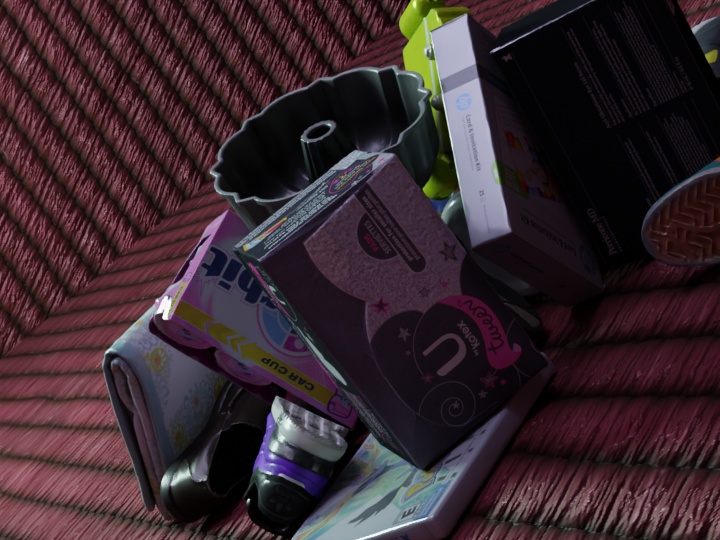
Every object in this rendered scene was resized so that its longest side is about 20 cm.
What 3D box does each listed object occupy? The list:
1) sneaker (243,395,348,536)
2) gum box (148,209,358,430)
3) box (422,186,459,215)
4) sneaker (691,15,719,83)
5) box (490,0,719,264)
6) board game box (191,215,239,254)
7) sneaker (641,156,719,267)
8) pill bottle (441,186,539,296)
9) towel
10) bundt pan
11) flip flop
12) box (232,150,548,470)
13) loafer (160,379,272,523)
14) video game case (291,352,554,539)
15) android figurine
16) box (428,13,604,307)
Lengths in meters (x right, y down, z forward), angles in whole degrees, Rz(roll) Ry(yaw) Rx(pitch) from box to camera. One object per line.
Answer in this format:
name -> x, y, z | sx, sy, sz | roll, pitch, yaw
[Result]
sneaker -> -0.060, 0.165, 1.410 | 0.200, 0.069, 0.100 | 71, -136, -89
gum box -> -0.076, 0.046, 1.502 | 0.114, 0.200, 0.066 | -63, 14, -22
box -> 0.080, -0.060, 1.629 | 0.122, 0.048, 0.201 | -11, 67, 65
sneaker -> 0.322, -0.162, 1.555 | 0.084, 0.075, 0.200 | -11, 37, 51
box -> 0.213, -0.128, 1.366 | 0.141, 0.200, 0.079 | -25, 15, 18
board game box -> -0.050, 0.025, 1.597 | 0.120, 0.200, 0.032 | -40, -10, -3
sneaker -> 0.300, -0.068, 1.266 | 0.200, 0.072, 0.080 | -29, 10, 15
pill bottle -> 0.164, -0.078, 1.538 | 0.116, 0.116, 0.200 | -24, 21, 47
towel -> -0.167, 0.113, 1.630 | 0.048, 0.201, 0.171 | 6, 34, 25
bundt pan -> -0.021, -0.089, 1.459 | 0.201, 0.076, 0.202 | -19, 31, 12
flip flop -> 0.070, 0.013, 1.432 | 0.081, 0.200, 0.058 | -3, -55, -49
box -> 0.022, 0.026, 1.275 | 0.132, 0.200, 0.115 | -39, 14, -8
loafer -> -0.103, 0.154, 1.590 | 0.071, 0.073, 0.200 | -15, 33, 47
video game case -> 0.040, 0.149, 1.294 | 0.182, 0.022, 0.200 | -26, 17, 43
android figurine -> 0.070, -0.158, 1.521 | 0.041, 0.183, 0.200 | -5, -9, -11
box -> 0.125, -0.087, 1.377 | 0.041, 0.156, 0.201 | -23, 60, 27
